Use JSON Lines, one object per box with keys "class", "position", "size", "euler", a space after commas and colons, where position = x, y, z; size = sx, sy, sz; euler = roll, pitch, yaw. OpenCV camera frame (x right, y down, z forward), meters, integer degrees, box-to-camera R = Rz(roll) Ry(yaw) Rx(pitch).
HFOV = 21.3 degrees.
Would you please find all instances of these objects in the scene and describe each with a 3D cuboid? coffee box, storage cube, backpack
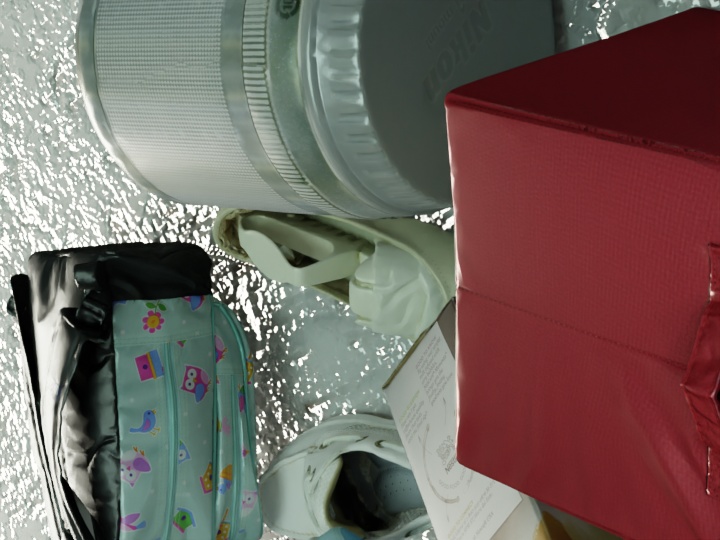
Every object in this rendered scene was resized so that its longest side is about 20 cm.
{"class": "coffee box", "position": [0.102, 0.113, 0.880], "size": [0.080, 0.114, 0.201], "euler": [-56, 46, 44]}
{"class": "storage cube", "position": [0.154, 0.002, 0.776], "size": [0.179, 0.199, 0.172], "euler": [19, 121, 44]}
{"class": "backpack", "position": [-0.130, 0.085, 1.119], "size": [0.167, 0.126, 0.202], "euler": [-179, 83, -70]}

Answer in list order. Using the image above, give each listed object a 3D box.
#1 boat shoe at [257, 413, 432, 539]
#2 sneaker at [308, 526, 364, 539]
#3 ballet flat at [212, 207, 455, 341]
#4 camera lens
{"class": "boat shoe", "position": [-0.003, 0.120, 1.065], "size": [0.199, 0.069, 0.071], "euler": [-21, 94, 47]}
{"class": "sneaker", "position": [0.070, 0.165, 0.985], "size": [0.200, 0.079, 0.131], "euler": [36, 91, 26]}
{"class": "ballet flat", "position": [0.000, 0.000, 1.013], "size": [0.199, 0.069, 0.070], "euler": [24, 123, 34]}
{"class": "camera lens", "position": [-0.027, -0.108, 0.922], "size": [0.199, 0.160, 0.161], "euler": [6, 112, 42]}
